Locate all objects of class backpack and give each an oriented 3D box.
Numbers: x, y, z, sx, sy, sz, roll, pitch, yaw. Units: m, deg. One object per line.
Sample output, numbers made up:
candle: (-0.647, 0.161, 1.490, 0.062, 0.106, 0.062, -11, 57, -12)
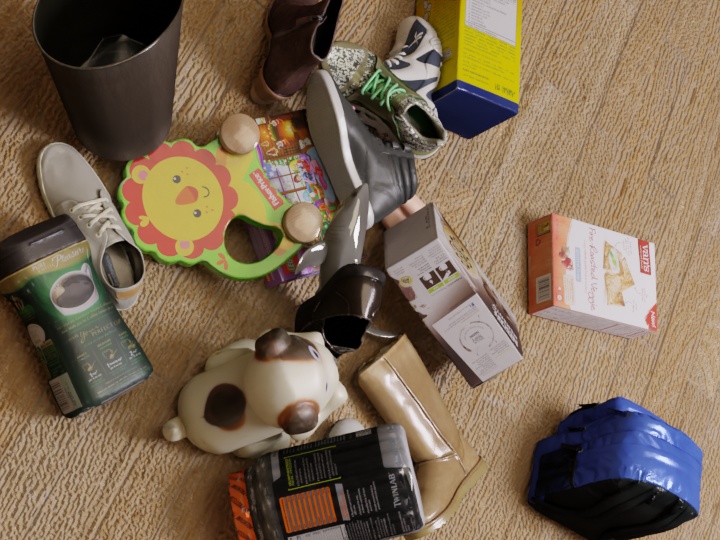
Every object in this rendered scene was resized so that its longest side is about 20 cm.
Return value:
backpack: (0.333, 0.249, 1.798, 0.162, 0.200, 0.169, 25, 62, -26)

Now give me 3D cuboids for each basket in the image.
basket: (-0.262, -0.219, 1.503, 0.136, 0.200, 0.181, 31, 61, 13)

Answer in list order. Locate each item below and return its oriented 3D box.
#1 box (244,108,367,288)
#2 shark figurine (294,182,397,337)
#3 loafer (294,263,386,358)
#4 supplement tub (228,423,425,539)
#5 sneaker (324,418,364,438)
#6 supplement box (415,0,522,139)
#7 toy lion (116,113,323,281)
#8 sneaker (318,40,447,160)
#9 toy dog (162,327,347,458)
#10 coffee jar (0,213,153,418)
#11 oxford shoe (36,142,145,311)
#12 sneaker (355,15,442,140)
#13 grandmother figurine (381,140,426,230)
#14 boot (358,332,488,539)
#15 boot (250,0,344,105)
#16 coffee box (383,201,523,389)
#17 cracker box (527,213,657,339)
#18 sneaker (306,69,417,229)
box: (-0.083, -0.091, 1.709, 0.136, 0.039, 0.201, -17, 86, -38)
shark figurine: (-0.006, 0.021, 1.641, 0.128, 0.089, 0.215, -46, 146, -38)
loafer: (-0.031, 0.064, 1.598, 0.073, 0.200, 0.072, 14, 58, -12)
supplement tub: (-0.036, 0.246, 1.532, 0.199, 0.123, 0.123, -13, 81, 1)
sneaker: (-0.012, 0.267, 1.624, 0.072, 0.072, 0.201, 18, 64, -29)
supplement box: (0.143, -0.299, 1.898, 0.108, 0.109, 0.201, 17, 66, -31)
toy lion: (-0.171, -0.070, 1.604, 0.191, 0.069, 0.200, -38, 95, -18)
sneaker: (0.037, -0.214, 1.721, 0.200, 0.089, 0.077, 37, 81, -17)
toy dog: (-0.106, 0.125, 1.520, 0.193, 0.200, 0.140, -4, 77, -37)
coffee jar: (-0.307, 0.046, 1.473, 0.104, 0.085, 0.201, -28, 93, -35)
oxford shoe: (-0.290, -0.053, 1.536, 0.075, 0.058, 0.201, -24, 87, -35)
sneaker: (0.032, -0.260, 1.823, 0.129, 0.079, 0.200, 18, 66, -30)
grandmother figurine: (0.020, -0.120, 1.784, 0.200, 0.060, 0.121, 49, 45, -16)
boot: (0.054, 0.202, 1.702, 0.201, 0.066, 0.175, 57, 40, -8)
boot: (-0.060, -0.301, 1.712, 0.072, 0.166, 0.201, 29, 60, -22)
coffee box: (0.115, 0.031, 1.740, 0.200, 0.080, 0.113, 53, 15, -21)
cracker box: (0.326, 0.010, 1.962, 0.199, 0.058, 0.135, 14, 68, -33)
sneaker: (0.004, -0.158, 1.720, 0.099, 0.071, 0.201, -23, 95, -30)
